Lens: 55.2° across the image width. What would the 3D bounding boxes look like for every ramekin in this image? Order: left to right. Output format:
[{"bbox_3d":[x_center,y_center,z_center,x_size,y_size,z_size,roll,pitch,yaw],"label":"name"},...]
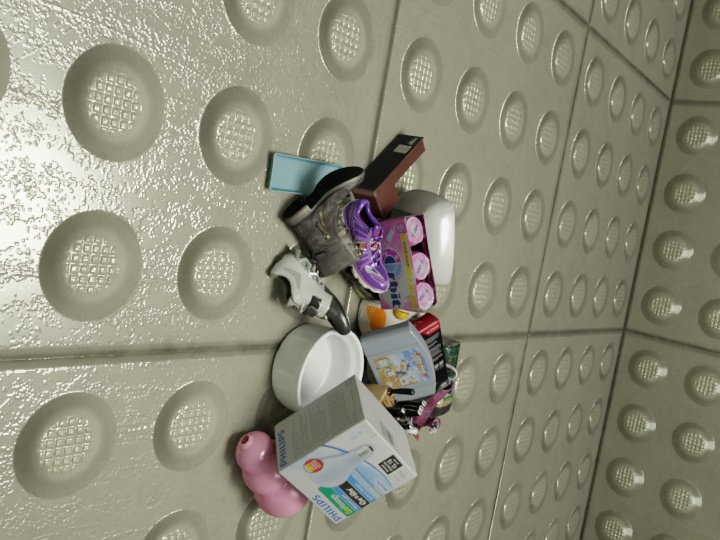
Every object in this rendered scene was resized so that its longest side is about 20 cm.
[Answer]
[{"bbox_3d":[-0.091,0.208,1.424,0.199,0.096,0.205,-20,116,-47],"label":"ramekin"}]

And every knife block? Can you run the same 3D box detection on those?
[{"bbox_3d":[0.041,0.284,1.485,0.173,0.200,0.065,-28,115,-4],"label":"knife block"}]

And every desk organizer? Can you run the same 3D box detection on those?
[{"bbox_3d":[0.069,-0.209,1.519,0.201,0.071,0.078,-50,137,-29],"label":"desk organizer"}]

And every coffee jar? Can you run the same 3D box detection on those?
[{"bbox_3d":[0.204,0.281,1.818,0.104,0.084,0.205,-6,105,-61],"label":"coffee jar"}]

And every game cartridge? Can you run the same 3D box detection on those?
[{"bbox_3d":[0.090,0.204,1.498,0.042,0.131,0.202,-82,154,-55],"label":"game cartridge"}]

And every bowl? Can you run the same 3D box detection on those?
[{"bbox_3d":[0.127,-0.074,1.548,0.073,0.199,0.205,-6,107,-28],"label":"bowl"}]

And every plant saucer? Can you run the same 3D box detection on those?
[{"bbox_3d":[-0.106,-0.183,1.352,0.198,0.019,0.072,0,101,-52],"label":"plant saucer"}]

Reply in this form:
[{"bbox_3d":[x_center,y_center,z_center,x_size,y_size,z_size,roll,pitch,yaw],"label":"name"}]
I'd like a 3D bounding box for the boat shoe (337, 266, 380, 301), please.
[{"bbox_3d":[0.000,0.000,1.499,0.200,0.064,0.074,46,67,-46],"label":"boat shoe"}]

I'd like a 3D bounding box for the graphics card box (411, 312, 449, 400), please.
[{"bbox_3d":[0.134,0.210,1.584,0.124,0.051,0.203,-29,125,-21],"label":"graphics card box"}]

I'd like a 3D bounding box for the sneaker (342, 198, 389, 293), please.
[{"bbox_3d":[0.017,-0.052,1.431,0.080,0.083,0.204,-15,83,-49],"label":"sneaker"}]

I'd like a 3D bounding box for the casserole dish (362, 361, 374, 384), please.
[{"bbox_3d":[0.034,0.295,1.652,0.199,0.038,0.123,37,72,-50],"label":"casserole dish"}]

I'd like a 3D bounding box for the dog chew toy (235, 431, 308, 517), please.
[{"bbox_3d":[-0.177,0.395,1.362,0.125,0.123,0.202,-51,127,-28],"label":"dog chew toy"}]

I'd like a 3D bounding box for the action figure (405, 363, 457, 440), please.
[{"bbox_3d":[0.151,0.339,1.744,0.149,0.132,0.203,-47,155,-55],"label":"action figure"}]

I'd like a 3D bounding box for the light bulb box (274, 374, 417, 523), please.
[{"bbox_3d":[-0.030,0.346,1.325,0.198,0.126,0.199,-33,121,11],"label":"light bulb box"}]

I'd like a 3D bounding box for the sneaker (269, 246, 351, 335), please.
[{"bbox_3d":[-0.102,0.060,1.347,0.088,0.074,0.201,-40,92,-25],"label":"sneaker"}]

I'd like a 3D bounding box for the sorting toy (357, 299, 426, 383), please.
[{"bbox_3d":[0.077,0.175,1.617,0.198,0.106,0.184,10,95,-51],"label":"sorting toy"}]

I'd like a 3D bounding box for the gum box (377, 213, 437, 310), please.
[{"bbox_3d":[0.090,-0.012,1.475,0.065,0.112,0.205,-15,98,-44],"label":"gum box"}]

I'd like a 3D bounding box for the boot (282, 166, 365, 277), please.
[{"bbox_3d":[-0.042,-0.091,1.360,0.198,0.070,0.175,-33,121,7],"label":"boot"}]
